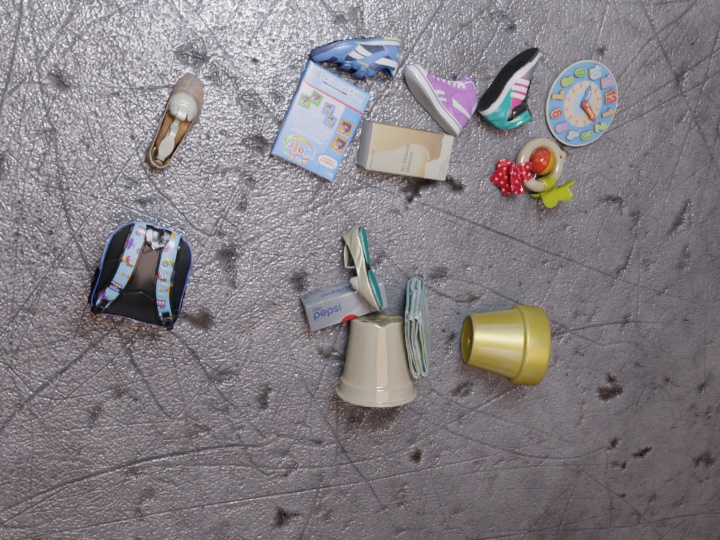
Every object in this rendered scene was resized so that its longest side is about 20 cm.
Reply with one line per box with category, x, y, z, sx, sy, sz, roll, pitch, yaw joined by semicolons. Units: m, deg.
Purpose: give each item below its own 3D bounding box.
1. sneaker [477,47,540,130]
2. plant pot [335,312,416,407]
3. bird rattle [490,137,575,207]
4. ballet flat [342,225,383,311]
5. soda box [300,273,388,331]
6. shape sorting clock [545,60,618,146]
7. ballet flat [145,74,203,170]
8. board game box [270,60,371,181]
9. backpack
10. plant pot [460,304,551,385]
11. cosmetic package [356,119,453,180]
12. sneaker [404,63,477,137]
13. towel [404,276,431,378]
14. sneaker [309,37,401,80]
sneaker;0.365;-0.400;1.301;0.201;0.083;0.121;-50;123;-5
plant pot;0.040;0.203;1.355;0.197;0.200;0.187;-1;98;-18
bird rattle;0.426;-0.245;1.389;0.197;0.113;0.165;21;90;-11
ballet flat;0.000;0.000;1.291;0.068;0.069;0.203;-11;81;-14
soda box;-0.038;0.075;1.340;0.197;0.063;0.069;-17;114;-13
shape sorting clock;0.544;-0.407;1.382;0.197;0.039;0.203;-6;110;-17
ballet flat;-0.358;-0.284;1.103;0.067;0.067;0.202;22;100;-24
board game box;-0.085;-0.314;1.203;0.150;0.037;0.202;21;100;-24
backpack;-0.433;-0.005;1.138;0.180;0.135;0.203;15;104;-22
plant pot;0.363;0.186;1.455;0.185;0.201;0.204;5;108;-3
cosmetic package;0.099;-0.268;1.262;0.197;0.071;0.107;3;108;-20
sneaker;0.184;-0.406;1.249;0.115;0.073;0.200;-51;126;0
towel;0.137;0.133;1.354;0.047;0.201;0.174;-4;114;12
sneaker;-0.007;-0.436;1.168;0.197;0.074;0.084;-8;113;-15
